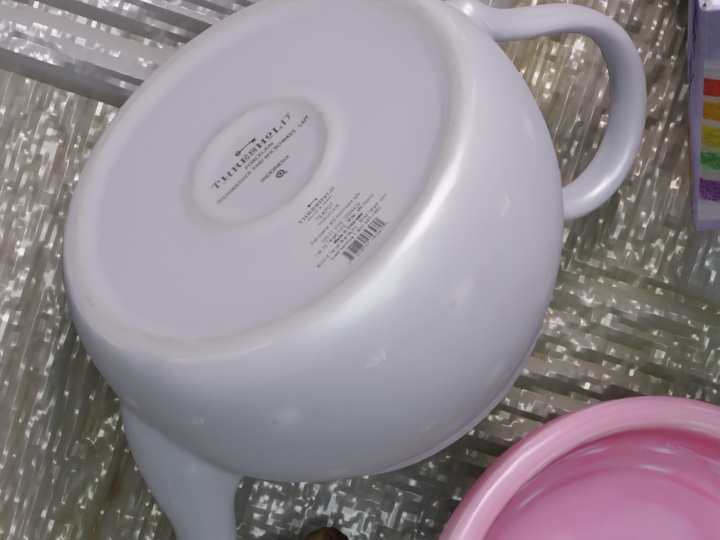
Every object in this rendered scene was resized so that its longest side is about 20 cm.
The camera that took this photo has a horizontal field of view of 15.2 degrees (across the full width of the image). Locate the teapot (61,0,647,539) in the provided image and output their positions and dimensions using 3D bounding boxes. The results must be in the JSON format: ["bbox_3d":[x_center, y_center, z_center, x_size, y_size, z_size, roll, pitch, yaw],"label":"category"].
[{"bbox_3d":[0.000,0.000,0.986,0.199,0.199,0.146,-15,138,25],"label":"teapot"}]

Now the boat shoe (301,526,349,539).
[{"bbox_3d":[0.006,0.199,1.041,0.065,0.072,0.201,-26,98,11],"label":"boat shoe"}]

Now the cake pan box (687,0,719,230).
[{"bbox_3d":[0.209,-0.074,0.912,0.198,0.184,0.053,-3,70,3],"label":"cake pan box"}]

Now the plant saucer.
[{"bbox_3d":[0.106,0.150,1.035,0.199,0.051,0.202,2,85,-23],"label":"plant saucer"}]
